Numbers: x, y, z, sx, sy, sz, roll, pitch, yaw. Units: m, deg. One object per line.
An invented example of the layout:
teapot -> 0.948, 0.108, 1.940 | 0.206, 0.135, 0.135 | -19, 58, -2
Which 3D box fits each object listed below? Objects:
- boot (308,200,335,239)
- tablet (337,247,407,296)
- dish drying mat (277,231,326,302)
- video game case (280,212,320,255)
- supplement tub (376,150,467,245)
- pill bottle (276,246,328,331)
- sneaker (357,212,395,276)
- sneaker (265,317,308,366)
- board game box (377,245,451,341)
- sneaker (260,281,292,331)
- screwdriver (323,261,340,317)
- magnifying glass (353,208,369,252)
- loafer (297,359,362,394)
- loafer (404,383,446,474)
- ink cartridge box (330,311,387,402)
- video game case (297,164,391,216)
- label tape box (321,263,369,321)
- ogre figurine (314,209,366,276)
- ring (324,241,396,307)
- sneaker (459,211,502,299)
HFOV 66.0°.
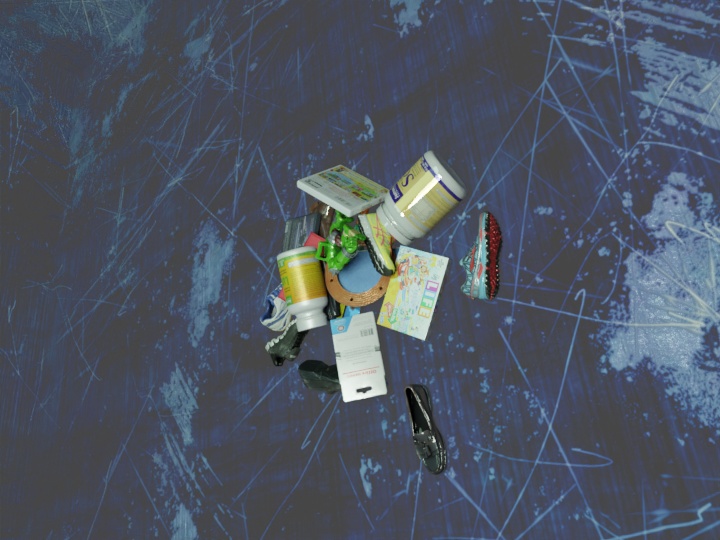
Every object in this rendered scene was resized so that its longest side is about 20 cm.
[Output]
boot -> -0.078, -0.129, 1.594 | 0.186, 0.063, 0.205 | -38, 50, 41
tablet -> 0.030, 0.006, 1.446 | 0.194, 0.014, 0.134 | -4, 66, 18
dish drying mat -> -0.151, 0.000, 1.517 | 0.076, 0.018, 0.204 | 27, 88, 22
video game case -> -0.183, -0.090, 1.659 | 0.198, 0.019, 0.147 | -3, 76, 55
supplement tub -> 0.149, -0.175, 1.365 | 0.200, 0.144, 0.147 | -43, 53, 19
pill bottle -> -0.145, 0.050, 1.442 | 0.109, 0.110, 0.206 | -17, 83, 34
sneaker -> 0.057, -0.076, 1.400 | 0.088, 0.079, 0.203 | -15, 56, -8
sneaker -> -0.192, 0.207, 1.580 | 0.199, 0.066, 0.092 | -40, 56, 27
board game box -> 0.131, 0.054, 1.356 | 0.132, 0.034, 0.205 | 15, 85, 26
sneaker -> -0.229, 0.078, 1.636 | 0.074, 0.087, 0.205 | 16, 85, 43
screwdriver -> -0.089, 0.027, 1.474 | 0.028, 0.029, 0.205 | -33, 70, 50
magnifying glass -> -0.009, -0.106, 1.557 | 0.078, 0.022, 0.205 | 15, 85, 42
loafer -> -0.073, 0.290, 1.461 | 0.196, 0.073, 0.074 | 7, 118, 34
loafer -> 0.138, 0.356, 1.252 | 0.071, 0.062, 0.204 | -29, 59, 29
ink cartridge box -> -0.002, 0.218, 1.375 | 0.113, 0.068, 0.205 | -11, 70, 2
video game case -> -0.043, -0.221, 1.508 | 0.198, 0.180, 0.023 | 31, 130, 29
label tape box -> -0.070, 0.066, 1.514 | 0.196, 0.063, 0.148 | 15, 85, 24
ogre figurine -> -0.055, -0.071, 1.413 | 0.121, 0.097, 0.201 | -58, 45, 22
ring -> 0.000, 0.000, 1.442 | 0.195, 0.019, 0.206 | -7, 64, 15
sneaker -> 0.265, -0.036, 1.267 | 0.094, 0.078, 0.206 | -4, 73, 40
